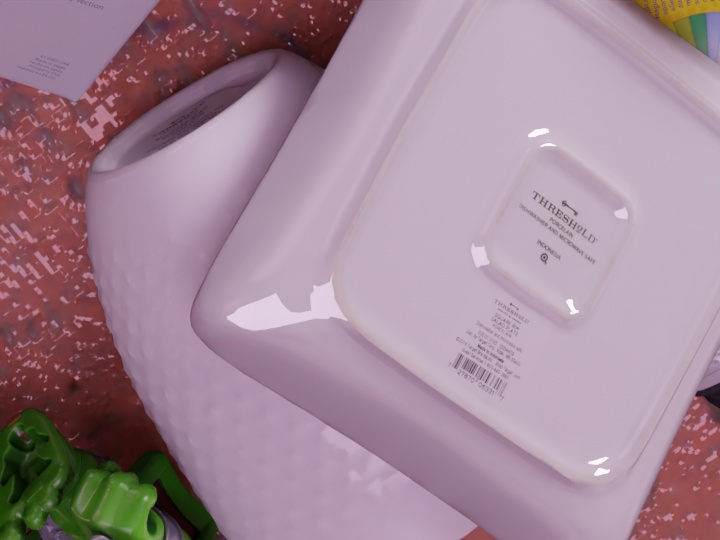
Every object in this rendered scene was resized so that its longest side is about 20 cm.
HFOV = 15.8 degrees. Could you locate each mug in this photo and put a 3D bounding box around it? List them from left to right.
[{"bbox_3d":[0.000,0.000,0.989,0.199,0.148,0.176,-29,106,10],"label":"mug"}]

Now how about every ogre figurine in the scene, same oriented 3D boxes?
[{"bbox_3d":[-0.114,0.106,1.029,0.199,0.099,0.120,-18,134,40],"label":"ogre figurine"}]

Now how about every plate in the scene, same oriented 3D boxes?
[{"bbox_3d":[0.064,-0.014,0.934,0.199,0.032,0.201,35,77,-24],"label":"plate"}]

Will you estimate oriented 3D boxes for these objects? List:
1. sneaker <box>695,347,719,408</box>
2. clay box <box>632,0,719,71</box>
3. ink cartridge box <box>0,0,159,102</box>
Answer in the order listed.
[{"bbox_3d":[0.217,-0.003,1.032,0.114,0.076,0.200,39,109,-18],"label":"sneaker"},{"bbox_3d":[0.141,-0.126,0.991,0.198,0.048,0.116,-15,111,5],"label":"clay box"},{"bbox_3d":[-0.141,-0.165,0.886,0.199,0.084,0.176,17,136,-34],"label":"ink cartridge box"}]
